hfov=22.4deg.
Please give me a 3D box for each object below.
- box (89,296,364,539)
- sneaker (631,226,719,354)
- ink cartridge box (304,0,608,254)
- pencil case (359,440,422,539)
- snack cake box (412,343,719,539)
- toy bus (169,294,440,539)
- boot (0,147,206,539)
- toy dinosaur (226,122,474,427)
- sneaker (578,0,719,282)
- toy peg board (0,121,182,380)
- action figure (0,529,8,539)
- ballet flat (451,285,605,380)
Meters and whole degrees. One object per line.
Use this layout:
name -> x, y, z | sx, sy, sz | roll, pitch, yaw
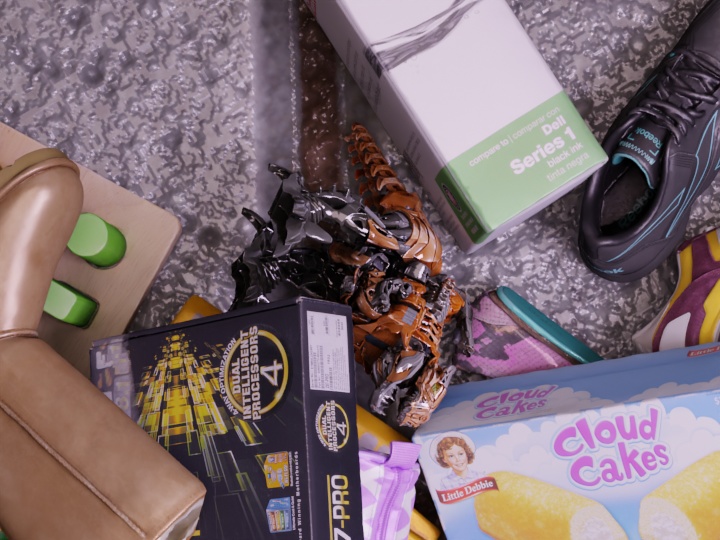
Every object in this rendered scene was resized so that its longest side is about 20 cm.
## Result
box -> -0.072, 0.125, 0.969 | 0.161, 0.049, 0.200 | -12, 76, 40
sneaker -> 0.239, -0.016, 1.084 | 0.200, 0.090, 0.075 | -46, 124, -26
ink cartridge box -> 0.047, -0.118, 1.052 | 0.084, 0.146, 0.200 | -32, 88, -3
pencil case -> -0.016, 0.190, 0.993 | 0.084, 0.085, 0.200 | 8, 86, -34
snack cake box -> 0.143, 0.114, 1.017 | 0.200, 0.067, 0.115 | -12, 108, 27
toy bus -> -0.037, 0.102, 1.078 | 0.200, 0.065, 0.078 | 34, 85, 2
boot -> -0.151, 0.060, 0.963 | 0.200, 0.066, 0.175 | 42, 103, 21
toy dinosaur -> 0.000, 0.000, 1.055 | 0.136, 0.200, 0.102 | 12, 118, -20
sneaker -> 0.190, -0.083, 1.067 | 0.075, 0.079, 0.200 | 29, 94, 22
toy peg board -> -0.241, 0.008, 1.066 | 0.199, 0.098, 0.200 | 29, 86, 1
action figure -> -0.163, 0.170, 1.034 | 0.200, 0.055, 0.118 | 40, 80, -27
ballet flat -> 0.144, 0.085, 1.085 | 0.200, 0.069, 0.071 | 31, 105, 6
